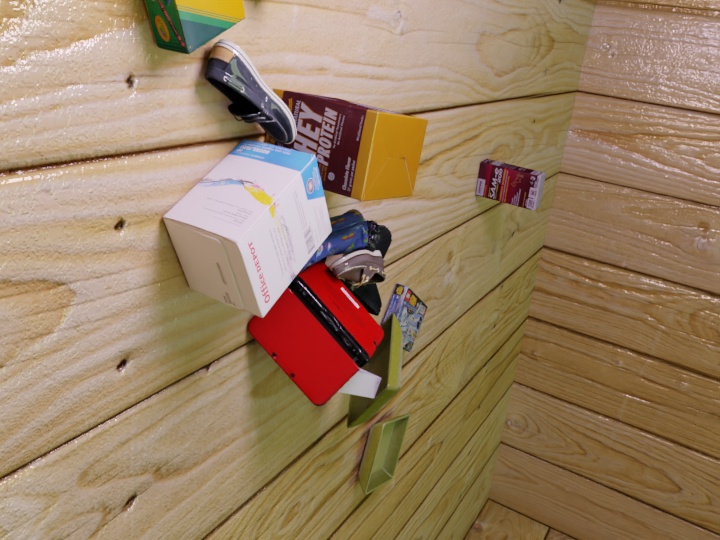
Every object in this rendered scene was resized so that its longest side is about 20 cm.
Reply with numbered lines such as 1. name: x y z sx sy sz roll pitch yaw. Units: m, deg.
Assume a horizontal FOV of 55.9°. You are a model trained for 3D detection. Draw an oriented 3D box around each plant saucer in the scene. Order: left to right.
1. plant saucer: 0.040 0.231 1.522 0.201 0.047 0.203 -52 -158 43
2. plant saucer: 0.060 0.502 1.901 0.199 0.047 0.205 8 99 -65

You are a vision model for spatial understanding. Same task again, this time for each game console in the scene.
1. game console: -0.077 0.108 1.244 0.118 0.201 0.172 -40 -176 28

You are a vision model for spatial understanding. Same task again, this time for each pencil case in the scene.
1. pencil case: -0.066 -0.056 1.239 0.198 0.086 0.080 -22 96 -46

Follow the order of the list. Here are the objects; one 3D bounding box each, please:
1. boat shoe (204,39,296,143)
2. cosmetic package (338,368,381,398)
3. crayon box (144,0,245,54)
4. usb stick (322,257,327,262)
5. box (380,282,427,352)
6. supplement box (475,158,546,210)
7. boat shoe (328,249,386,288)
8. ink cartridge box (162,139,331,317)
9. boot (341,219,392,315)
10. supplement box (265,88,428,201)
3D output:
1. boat shoe: -0.159 -0.243 0.986 0.063 0.073 0.200 -63 147 -15
2. cosmetic package: -0.060 0.202 1.369 0.199 0.148 0.053 32 78 -63
3. crayon box: -0.210 -0.382 0.808 0.119 0.057 0.203 -50 146 -39
4. usb stick: -0.102 0.011 1.304 0.055 0.032 0.204 36 72 -53
5. box: 0.117 0.130 1.816 0.140 0.039 0.200 -67 154 -10
6. supplement box: 0.462 -0.267 2.095 0.061 0.197 0.111 -29 131 -52
7. boat shoe: 0.000 0.000 1.325 0.061 0.071 0.199 68 20 6
8. ink cartridge box: -0.160 -0.067 1.004 0.201 0.142 0.149 -53 148 -36
9. boot: 0.022 -0.006 1.505 0.165 0.072 0.198 -65 150 -15
10. supplement box: -0.024 -0.210 1.131 0.196 0.196 0.136 -16 121 -60
